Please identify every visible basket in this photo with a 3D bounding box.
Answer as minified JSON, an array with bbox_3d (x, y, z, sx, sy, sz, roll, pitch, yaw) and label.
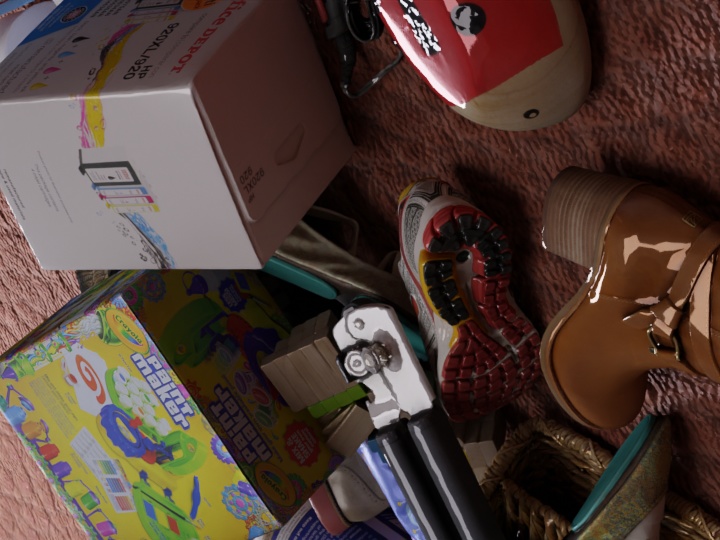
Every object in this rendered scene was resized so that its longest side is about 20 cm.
[{"bbox_3d":[0.147,0.221,1.338,0.200,0.142,0.150,32,147,36],"label":"basket"}]

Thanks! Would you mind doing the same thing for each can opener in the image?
[{"bbox_3d":[0.043,0.109,1.335,0.052,0.066,0.201,-24,91,33],"label":"can opener"}]

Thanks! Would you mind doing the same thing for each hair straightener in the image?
[{"bbox_3d":[-0.015,-0.190,1.239,0.077,0.041,0.201,28,143,42],"label":"hair straightener"}]

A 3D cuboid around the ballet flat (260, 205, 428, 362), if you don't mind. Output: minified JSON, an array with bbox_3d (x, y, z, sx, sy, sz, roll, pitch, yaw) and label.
[{"bbox_3d":[0.000,0.000,1.402,0.199,0.063,0.067,29,163,-6],"label":"ballet flat"}]

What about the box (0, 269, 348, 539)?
[{"bbox_3d":[-0.140,0.100,1.456,0.192,0.122,0.201,-26,101,43],"label":"box"}]

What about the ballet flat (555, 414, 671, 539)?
[{"bbox_3d":[0.152,0.185,1.276,0.071,0.200,0.071,37,-173,-5],"label":"ballet flat"}]

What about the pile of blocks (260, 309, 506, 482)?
[{"bbox_3d":[0.023,0.095,1.421,0.199,0.062,0.082,32,123,-13],"label":"pile of blocks"}]

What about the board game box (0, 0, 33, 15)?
[{"bbox_3d":[-0.238,-0.242,1.324,0.056,0.195,0.200,51,139,7],"label":"board game box"}]

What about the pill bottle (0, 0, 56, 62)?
[{"bbox_3d":[-0.274,-0.148,1.630,0.116,0.116,0.200,57,153,-6],"label":"pill bottle"}]

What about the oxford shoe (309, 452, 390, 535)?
[{"bbox_3d":[-0.028,0.108,1.601,0.070,0.074,0.201,-16,-96,-79],"label":"oxford shoe"}]

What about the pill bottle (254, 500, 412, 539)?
[{"bbox_3d":[0.013,0.259,1.633,0.200,0.115,0.116,30,145,41],"label":"pill bottle"}]

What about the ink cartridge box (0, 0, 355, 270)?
[{"bbox_3d":[-0.135,-0.099,1.356,0.199,0.147,0.145,-1,126,32],"label":"ink cartridge box"}]

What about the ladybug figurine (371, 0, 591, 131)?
[{"bbox_3d":[0.054,-0.163,1.122,0.201,0.072,0.136,58,154,-7],"label":"ladybug figurine"}]

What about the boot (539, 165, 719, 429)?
[{"bbox_3d":[0.182,0.042,1.156,0.154,0.074,0.201,26,144,38],"label":"boot"}]

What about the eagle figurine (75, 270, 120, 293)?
[{"bbox_3d":[-0.174,0.007,1.617,0.151,0.151,0.201,-30,92,24],"label":"eagle figurine"}]

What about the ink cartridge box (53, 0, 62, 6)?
[{"bbox_3d":[-0.134,-0.152,1.491,0.160,0.047,0.200,4,135,57],"label":"ink cartridge box"}]

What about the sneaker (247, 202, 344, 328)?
[{"bbox_3d":[-0.057,0.007,1.495,0.079,0.075,0.201,30,148,49],"label":"sneaker"}]

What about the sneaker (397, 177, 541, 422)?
[{"bbox_3d":[0.071,0.020,1.327,0.082,0.077,0.201,-123,16,-47],"label":"sneaker"}]

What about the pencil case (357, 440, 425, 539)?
[{"bbox_3d":[0.053,0.159,1.487,0.201,0.087,0.078,57,-167,-3],"label":"pencil case"}]
